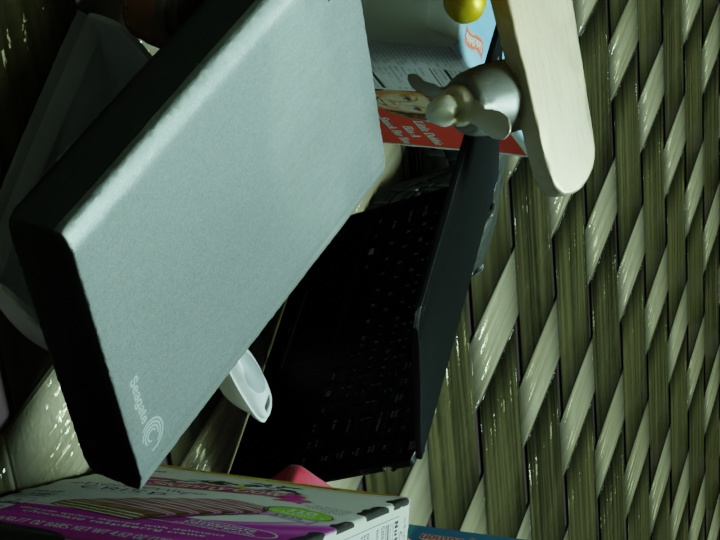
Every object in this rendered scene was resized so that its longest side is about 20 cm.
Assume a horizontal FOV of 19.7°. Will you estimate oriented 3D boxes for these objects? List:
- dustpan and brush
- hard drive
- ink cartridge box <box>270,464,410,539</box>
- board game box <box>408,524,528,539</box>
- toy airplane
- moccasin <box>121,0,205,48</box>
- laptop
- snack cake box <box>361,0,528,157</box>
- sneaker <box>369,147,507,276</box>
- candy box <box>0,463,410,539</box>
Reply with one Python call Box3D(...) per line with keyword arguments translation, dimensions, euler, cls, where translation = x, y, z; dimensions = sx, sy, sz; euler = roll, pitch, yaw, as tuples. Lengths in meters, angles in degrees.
Box3D(translation=(-0.084, 0.006, 0.878), dimensions=(0.201, 0.057, 0.140), euler=(71, 29, -52), cls="dustpan and brush")
Box3D(translation=(-0.058, -0.031, 0.823), dimensions=(0.200, 0.033, 0.140), euler=(-53, 148, -35), cls="hard drive")
Box3D(translation=(-0.024, 0.219, 0.976), dimensions=(0.084, 0.144, 0.201), euler=(-39, -158, 46), cls="ink cartridge box")
Box3D(translation=(0.059, 0.222, 1.160), dimensions=(0.047, 0.198, 0.152), euler=(-52, 143, -59), cls="board game box")
Box3D(translation=(0.056, -0.161, 0.916), dimensions=(0.199, 0.140, 0.201), euler=(46, 43, -43), cls="toy airplane")
Box3D(translation=(-0.066, -0.151, 0.891), dimensions=(0.202, 0.077, 0.074), euler=(-66, 170, -54), cls="moccasin")
Box3D(translation=(0.000, 0.000, 1.015), dimensions=(0.103, 0.199, 0.178), euler=(44, 48, -33), cls="laptop")
Box3D(translation=(0.027, -0.122, 1.104), dimensions=(0.200, 0.114, 0.068), euler=(39, 58, -69), cls="snack cake box")
Box3D(translation=(0.054, -0.023, 1.296), dimensions=(0.200, 0.075, 0.091), euler=(-56, 153, -53), cls="sneaker")
Box3D(translation=(-0.071, 0.121, 0.829), dimensions=(0.200, 0.135, 0.062), euler=(1, 95, -73), cls="candy box")
